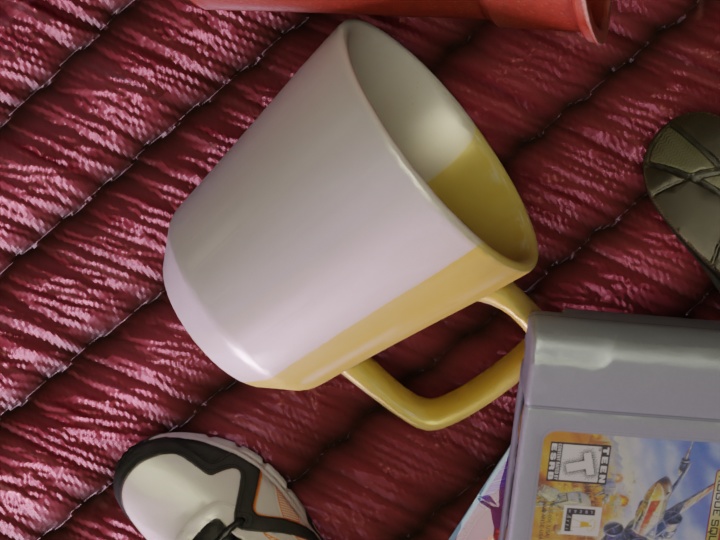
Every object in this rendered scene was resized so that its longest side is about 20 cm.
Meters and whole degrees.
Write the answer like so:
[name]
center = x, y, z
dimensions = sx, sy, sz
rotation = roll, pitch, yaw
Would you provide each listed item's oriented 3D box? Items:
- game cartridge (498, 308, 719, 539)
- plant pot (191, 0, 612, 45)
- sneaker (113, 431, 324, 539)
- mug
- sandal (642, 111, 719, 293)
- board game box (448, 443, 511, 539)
[game cartridge]
center = 0.138, 0.119, 0.933
dimensions = 0.132, 0.042, 0.201
rotation = 5, 110, 1
[plant pot]
center = 0.012, -0.201, 0.865
dimensions = 0.194, 0.201, 0.202
rotation = -1, 101, 14
[sneaker]
center = -0.049, 0.160, 0.987
dimensions = 0.200, 0.080, 0.074
rotation = 38, 103, -1
[mug]
center = -0.006, -0.004, 0.920
dimensions = 0.153, 0.149, 0.187
rotation = -37, 81, 18
[sandal]
center = 0.214, 0.009, 0.952
dimensions = 0.082, 0.055, 0.200
rotation = -38, 81, 5
[board game box]
center = 0.127, 0.168, 0.991
dimensions = 0.157, 0.039, 0.201
rotation = 32, 102, -2
